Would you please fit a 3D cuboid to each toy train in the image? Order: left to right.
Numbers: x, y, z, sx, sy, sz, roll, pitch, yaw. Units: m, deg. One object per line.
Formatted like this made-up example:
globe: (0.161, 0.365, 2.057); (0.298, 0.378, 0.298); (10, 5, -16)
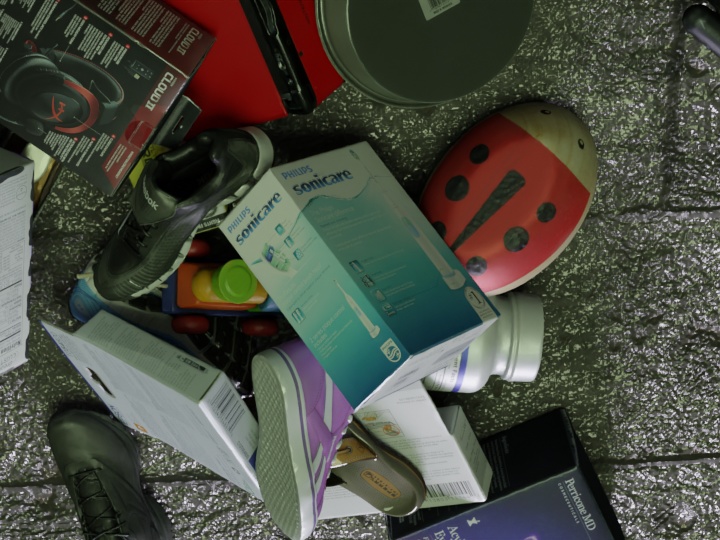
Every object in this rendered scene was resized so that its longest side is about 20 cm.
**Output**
toy train: (-0.134, 0.012, 1.653); (0.200, 0.116, 0.085); (3, 86, -29)

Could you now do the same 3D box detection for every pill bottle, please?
pill bottle: (0.062, 0.054, 1.729); (0.199, 0.112, 0.112); (3, 118, -6)

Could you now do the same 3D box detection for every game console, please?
game console: (-0.099, -0.232, 1.586); (0.118, 0.172, 0.200); (6, 130, 42)

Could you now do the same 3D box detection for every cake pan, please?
cake pan: (0.061, -0.228, 1.581); (0.200, 0.037, 0.201); (-8, 113, -20)

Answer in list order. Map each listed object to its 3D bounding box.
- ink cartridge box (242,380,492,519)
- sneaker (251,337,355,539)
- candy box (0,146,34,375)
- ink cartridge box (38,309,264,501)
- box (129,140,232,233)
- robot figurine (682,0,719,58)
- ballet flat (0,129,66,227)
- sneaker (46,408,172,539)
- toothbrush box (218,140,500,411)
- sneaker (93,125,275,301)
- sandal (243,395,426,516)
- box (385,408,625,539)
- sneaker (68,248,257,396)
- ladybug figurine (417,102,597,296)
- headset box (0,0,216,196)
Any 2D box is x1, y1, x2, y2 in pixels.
ink cartridge box: (0.001, 0.155, 1.773); (0.199, 0.045, 0.176); (-10, 129, 24)
sneaker: (-0.030, 0.142, 1.655); (0.114, 0.073, 0.201); (-22, 130, -31)
candy box: (-0.368, -0.022, 1.637); (0.167, 0.072, 0.200); (23, 122, 26)
ink cartridge box: (-0.173, 0.114, 1.704); (0.041, 0.200, 0.200); (-54, 148, -19)
box: (-0.177, -0.126, 1.650); (0.075, 0.050, 0.200); (-16, 117, 6)
robot figurine: (0.343, -0.257, 1.568); (0.200, 0.125, 0.150); (38, 128, -21)
ballet flat: (-0.305, -0.071, 1.662); (0.072, 0.072, 0.201); (25, 114, -16)
sneaker: (-0.241, 0.220, 1.812); (0.076, 0.091, 0.200); (-19, 117, 18)
toothbrush box: (0.000, 0.000, 1.601); (0.200, 0.146, 0.085); (53, 126, 11)
sneaker: (-0.165, -0.053, 1.578); (0.200, 0.067, 0.090); (-43, 157, 16)
sandal: (-0.026, 0.176, 1.730); (0.200, 0.055, 0.082); (39, 131, -20)
box: (0.143, 0.250, 1.846); (0.200, 0.104, 0.148); (-24, 117, 10)
sneaker: (-0.182, 0.056, 1.751); (0.200, 0.079, 0.090); (35, 132, -19)
ladybug figurine: (0.125, -0.061, 1.661); (0.136, 0.072, 0.200); (38, 93, 7)
headset box: (-0.226, -0.167, 1.549); (0.200, 0.075, 0.149); (33, 126, -6)
